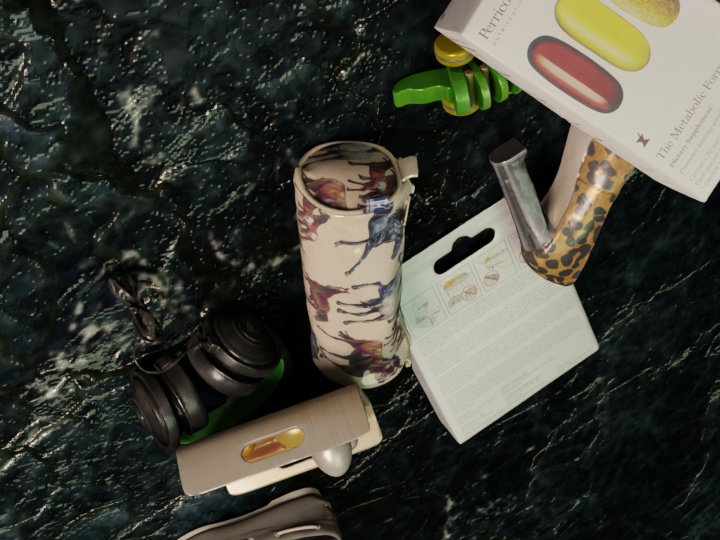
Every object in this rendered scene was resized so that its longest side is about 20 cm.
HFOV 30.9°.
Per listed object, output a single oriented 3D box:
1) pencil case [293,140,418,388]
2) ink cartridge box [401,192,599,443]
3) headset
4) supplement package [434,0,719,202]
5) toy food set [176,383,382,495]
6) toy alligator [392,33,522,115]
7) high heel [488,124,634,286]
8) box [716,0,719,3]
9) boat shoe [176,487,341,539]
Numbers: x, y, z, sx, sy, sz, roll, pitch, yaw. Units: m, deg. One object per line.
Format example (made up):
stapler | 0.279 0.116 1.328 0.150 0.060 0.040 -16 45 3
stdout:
pencil case | 0.000 0.000 0.988 0.088 0.078 0.201 3 133 6
ink cartridge box | 0.110 0.033 1.148 0.162 0.057 0.201 -33 119 -7
headset | -0.127 0.068 0.983 0.123 0.094 0.200 -38 155 0
supplement package | 0.165 -0.152 0.873 0.199 0.110 0.114 31 98 -12
toy food set | -0.055 0.146 1.024 0.142 0.061 0.200 -20 168 0
toy alligator | 0.118 -0.158 0.955 0.199 0.054 0.060 -27 139 -14
high heel | 0.214 -0.075 1.068 0.198 0.072 0.143 -24 122 4
box | 0.255 -0.231 0.893 0.199 0.176 0.097 20 110 -45
boat shoe | -0.109 0.259 1.163 0.198 0.057 0.067 -24 138 -18
